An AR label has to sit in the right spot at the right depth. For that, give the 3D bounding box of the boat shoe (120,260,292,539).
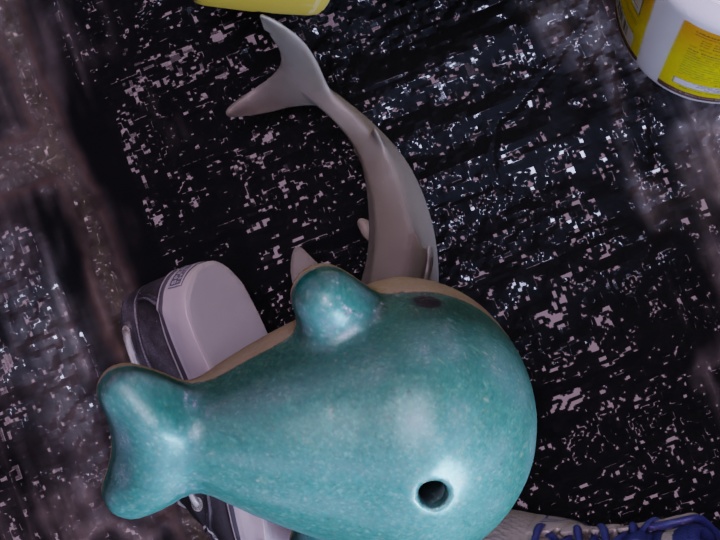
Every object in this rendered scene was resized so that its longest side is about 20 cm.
[{"bbox_3d":[-0.067,0.097,0.844,0.068,0.072,0.201,-19,97,35],"label":"boat shoe"}]

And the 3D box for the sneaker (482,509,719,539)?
[{"bbox_3d":[0.129,0.141,0.799,0.199,0.088,0.075,15,43,0],"label":"sneaker"}]

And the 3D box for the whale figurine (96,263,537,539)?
[{"bbox_3d":[-0.016,0.077,0.749,0.199,0.104,0.160,-3,115,-14],"label":"whale figurine"}]

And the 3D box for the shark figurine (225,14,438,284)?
[{"bbox_3d":[0.010,-0.019,0.827,0.127,0.089,0.216,-6,82,-13],"label":"shark figurine"}]

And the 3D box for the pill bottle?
[{"bbox_3d":[0.178,-0.149,0.778,0.109,0.200,0.110,0,84,5],"label":"pill bottle"}]

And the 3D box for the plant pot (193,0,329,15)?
[{"bbox_3d":[0.020,-0.218,0.813,0.188,0.201,0.202,6,84,-10],"label":"plant pot"}]
